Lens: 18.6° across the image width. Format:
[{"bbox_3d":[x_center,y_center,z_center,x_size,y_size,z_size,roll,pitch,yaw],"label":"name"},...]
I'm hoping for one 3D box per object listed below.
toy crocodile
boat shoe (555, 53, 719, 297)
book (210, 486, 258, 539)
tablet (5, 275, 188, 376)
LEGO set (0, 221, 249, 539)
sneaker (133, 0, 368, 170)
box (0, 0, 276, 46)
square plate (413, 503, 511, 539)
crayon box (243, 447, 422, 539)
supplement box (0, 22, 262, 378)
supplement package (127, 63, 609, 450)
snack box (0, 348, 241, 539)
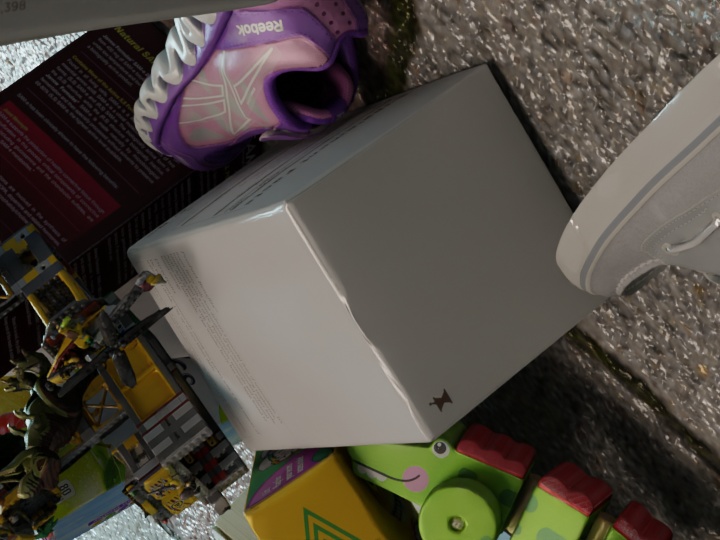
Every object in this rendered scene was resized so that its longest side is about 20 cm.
[{"bbox_3d":[0.087,0.113,1.009,0.199,0.067,0.062,26,107,12],"label":"toy crocodile"},{"bbox_3d":[0.135,-0.029,0.805,0.069,0.072,0.200,51,146,9],"label":"boat shoe"},{"bbox_3d":[-0.028,0.209,1.390,0.134,0.048,0.200,43,166,10],"label":"book"},{"bbox_3d":[-0.174,-0.009,1.179,0.014,0.198,0.131,96,167,-72],"label":"tablet"},{"bbox_3d":[-0.143,0.079,1.048,0.116,0.153,0.200,51,170,32],"label":"LEGO set"},{"bbox_3d":[-0.046,-0.090,1.030,0.088,0.081,0.200,41,154,6],"label":"sneaker"},{"bbox_3d":[-0.158,-0.200,0.878,0.198,0.199,0.173,28,121,44],"label":"box"},{"bbox_3d":[0.034,0.150,1.264,0.198,0.028,0.201,39,152,30],"label":"square plate"},{"bbox_3d":[0.011,0.157,1.109,0.173,0.058,0.200,59,-177,-6],"label":"crayon box"},{"bbox_3d":[-0.158,-0.040,1.139,0.109,0.200,0.061,42,155,22],"label":"supplement box"},{"bbox_3d":[0.000,0.000,1.009,0.122,0.119,0.200,59,156,-10],"label":"supplement package"},{"bbox_3d":[-0.150,0.024,1.217,0.201,0.168,0.068,57,162,14],"label":"snack box"}]
